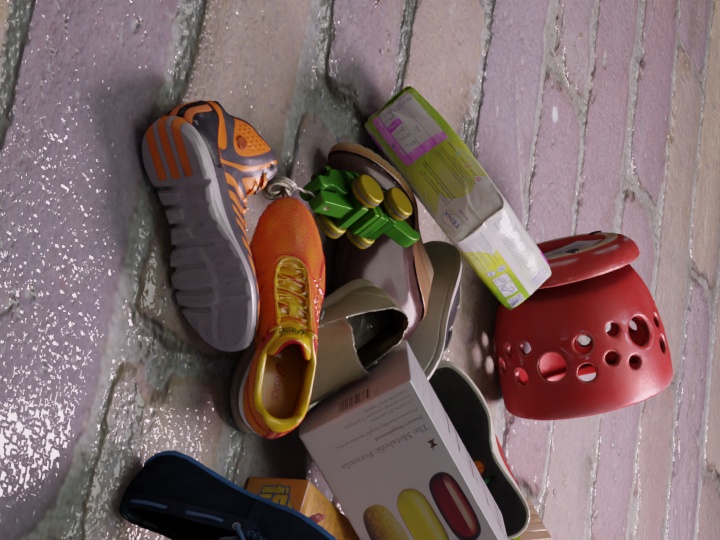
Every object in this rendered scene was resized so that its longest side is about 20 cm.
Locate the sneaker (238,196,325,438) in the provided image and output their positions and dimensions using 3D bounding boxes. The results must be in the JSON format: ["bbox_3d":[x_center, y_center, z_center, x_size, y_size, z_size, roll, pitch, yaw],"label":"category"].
[{"bbox_3d":[-0.056,0.037,1.258,0.073,0.077,0.201,5,79,-20],"label":"sneaker"}]

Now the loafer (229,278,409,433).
[{"bbox_3d":[-0.033,0.072,1.334,0.200,0.068,0.076,-41,124,-34],"label":"loafer"}]

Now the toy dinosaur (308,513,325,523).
[{"bbox_3d":[-0.065,0.318,1.231,0.105,0.200,0.182,-31,85,-42],"label":"toy dinosaur"}]

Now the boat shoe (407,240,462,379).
[{"bbox_3d":[0.055,0.065,1.539,0.060,0.074,0.200,78,26,-56],"label":"boat shoe"}]

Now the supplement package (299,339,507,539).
[{"bbox_3d":[0.041,0.185,1.372,0.200,0.114,0.110,60,8,-15],"label":"supplement package"}]

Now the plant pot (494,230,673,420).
[{"bbox_3d":[0.246,0.059,1.777,0.200,0.200,0.183,-26,104,-60],"label":"plant pot"}]

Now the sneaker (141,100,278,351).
[{"bbox_3d":[-0.102,-0.042,1.234,0.112,0.077,0.201,-38,122,-55],"label":"sneaker"}]

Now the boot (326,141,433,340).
[{"bbox_3d":[0.000,0.000,1.434,0.200,0.072,0.167,60,44,-33],"label":"boot"}]

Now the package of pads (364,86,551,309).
[{"bbox_3d":[0.096,-0.075,1.511,0.200,0.068,0.155,55,4,37],"label":"package of pads"}]

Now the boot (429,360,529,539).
[{"bbox_3d":[0.116,0.189,1.662,0.144,0.072,0.200,-73,138,-90],"label":"boot"}]

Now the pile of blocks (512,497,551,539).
[{"bbox_3d":[0.130,0.318,1.702,0.200,0.082,0.062,-26,155,-50],"label":"pile of blocks"}]

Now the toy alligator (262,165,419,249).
[{"bbox_3d":[-0.018,-0.067,1.352,0.200,0.059,0.054,20,41,-46],"label":"toy alligator"}]

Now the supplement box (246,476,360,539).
[{"bbox_3d":[-0.036,0.253,1.363,0.200,0.066,0.069,51,46,-50],"label":"supplement box"}]

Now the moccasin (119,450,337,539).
[{"bbox_3d":[-0.090,0.210,1.142,0.068,0.200,0.081,-46,148,-42],"label":"moccasin"}]
